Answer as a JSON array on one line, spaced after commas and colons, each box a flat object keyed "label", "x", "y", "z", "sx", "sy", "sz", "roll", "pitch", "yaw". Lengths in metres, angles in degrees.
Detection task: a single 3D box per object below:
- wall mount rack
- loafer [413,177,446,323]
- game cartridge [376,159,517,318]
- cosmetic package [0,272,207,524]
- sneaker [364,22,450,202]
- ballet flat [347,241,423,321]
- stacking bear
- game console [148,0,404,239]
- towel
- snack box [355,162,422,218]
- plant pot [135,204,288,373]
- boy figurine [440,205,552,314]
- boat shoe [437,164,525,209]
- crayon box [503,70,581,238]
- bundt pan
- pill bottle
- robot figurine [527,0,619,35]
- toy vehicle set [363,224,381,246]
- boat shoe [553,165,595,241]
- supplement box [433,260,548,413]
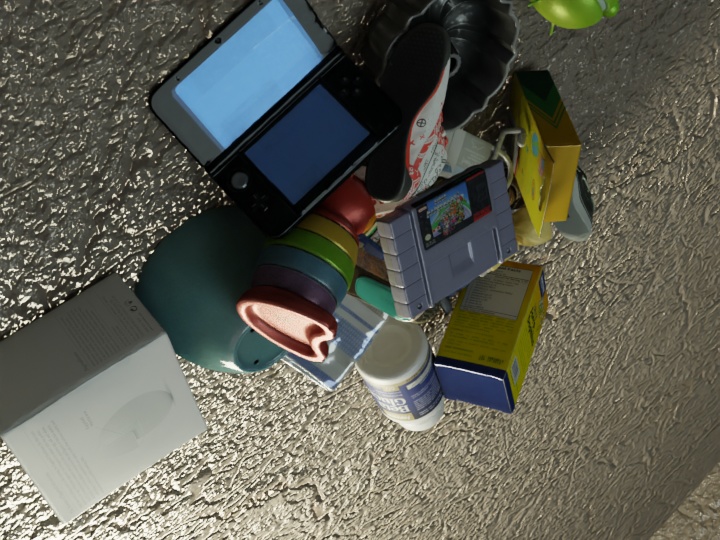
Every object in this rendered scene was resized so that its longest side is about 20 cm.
[{"label": "wall mount rack", "x": 0.129, "y": -0.119, "z": 1.417, "sx": 0.199, "sy": 0.074, "sz": 0.174, "roll": 20, "pitch": 86, "yaw": -31}, {"label": "loafer", "x": 0.083, "y": -0.031, "z": 1.490, "sx": 0.076, "sy": 0.067, "sz": 0.201, "roll": 7, "pitch": 104, "yaw": -41}, {"label": "game cartridge", "x": 0.109, "y": -0.042, "z": 1.331, "sx": 0.200, "sy": 0.038, "sz": 0.130, "roll": -30, "pitch": 122, "yaw": -34}, {"label": "cosmetic package", "x": -0.307, "y": 0.146, "z": 1.264, "sx": 0.200, "sy": 0.123, "sz": 0.200, "roll": -34, "pitch": 143, "yaw": -19}, {"label": "sneaker", "x": 0.066, "y": -0.176, "z": 1.254, "sx": 0.108, "sy": 0.067, "sz": 0.202, "roll": -17, "pitch": 125, "yaw": -64}, {"label": "ballet flat", "x": 0.000, "y": 0.000, "z": 1.391, "sx": 0.067, "sy": 0.200, "sz": 0.068, "roll": -41, "pitch": 156, "yaw": -46}, {"label": "stacking bear", "x": -0.047, "y": -0.021, "z": 1.232, "sx": 0.122, "sy": 0.113, "sz": 0.201, "roll": 112, "pitch": 2, "yaw": -65}, {"label": "game console", "x": -0.084, "y": -0.166, "z": 1.168, "sx": 0.200, "sy": 0.176, "sz": 0.116, "roll": -43, "pitch": 161, "yaw": -3}, {"label": "towel", "x": -0.037, "y": 0.045, "z": 1.449, "sx": 0.147, "sy": 0.024, "sz": 0.200, "roll": 36, "pitch": 97, "yaw": -11}, {"label": "snack box", "x": -0.021, "y": -0.091, "z": 1.322, "sx": 0.199, "sy": 0.072, "sz": 0.024, "roll": -12, "pitch": 167, "yaw": -17}, {"label": "plant pot", "x": -0.145, "y": 0.043, "z": 1.318, "sx": 0.200, "sy": 0.135, "sz": 0.201, "roll": -27, "pitch": 141, "yaw": -24}, {"label": "boy figurine", "x": 0.186, "y": -0.022, "z": 1.616, "sx": 0.200, "sy": 0.065, "sz": 0.124, "roll": -35, "pitch": -171, "yaw": 3}, {"label": "boat shoe", "x": 0.189, "y": -0.106, "z": 1.564, "sx": 0.200, "sy": 0.068, "sz": 0.072, "roll": 2, "pitch": 123, "yaw": -46}, {"label": "crayon box", "x": 0.238, "y": -0.153, "z": 1.455, "sx": 0.051, "sy": 0.200, "sz": 0.127, "roll": -3, "pitch": 134, "yaw": -6}, {"label": "bundt pan", "x": 0.082, "y": -0.255, "z": 1.297, "sx": 0.201, "sy": 0.076, "sz": 0.202, "roll": -25, "pitch": 140, "yaw": -22}, {"label": "pill bottle", "x": 0.066, "y": 0.161, "z": 1.665, "sx": 0.111, "sy": 0.111, "sz": 0.200, "roll": -39, "pitch": 144, "yaw": -9}, {"label": "robot figurine", "x": 0.281, "y": -0.379, "z": 1.348, "sx": 0.200, "sy": 0.116, "sz": 0.175, "roll": -50, "pitch": 143, "yaw": 6}, {"label": "toy vehicle set", "x": 0.003, "y": -0.006, "z": 1.511, "sx": 0.200, "sy": 0.027, "sz": 0.124, "roll": -48, "pitch": 144, "yaw": 4}, {"label": "boat shoe", "x": 0.304, "y": -0.127, "z": 1.671, "sx": 0.200, "sy": 0.070, "sz": 0.064, "roll": 58, "pitch": 47, "yaw": -46}, {"label": "supplement box", "x": 0.198, "y": 0.093, "z": 1.661, "sx": 0.110, "sy": 0.108, "sz": 0.200, "roll": 69, "pitch": 39, "yaw": -53}]
